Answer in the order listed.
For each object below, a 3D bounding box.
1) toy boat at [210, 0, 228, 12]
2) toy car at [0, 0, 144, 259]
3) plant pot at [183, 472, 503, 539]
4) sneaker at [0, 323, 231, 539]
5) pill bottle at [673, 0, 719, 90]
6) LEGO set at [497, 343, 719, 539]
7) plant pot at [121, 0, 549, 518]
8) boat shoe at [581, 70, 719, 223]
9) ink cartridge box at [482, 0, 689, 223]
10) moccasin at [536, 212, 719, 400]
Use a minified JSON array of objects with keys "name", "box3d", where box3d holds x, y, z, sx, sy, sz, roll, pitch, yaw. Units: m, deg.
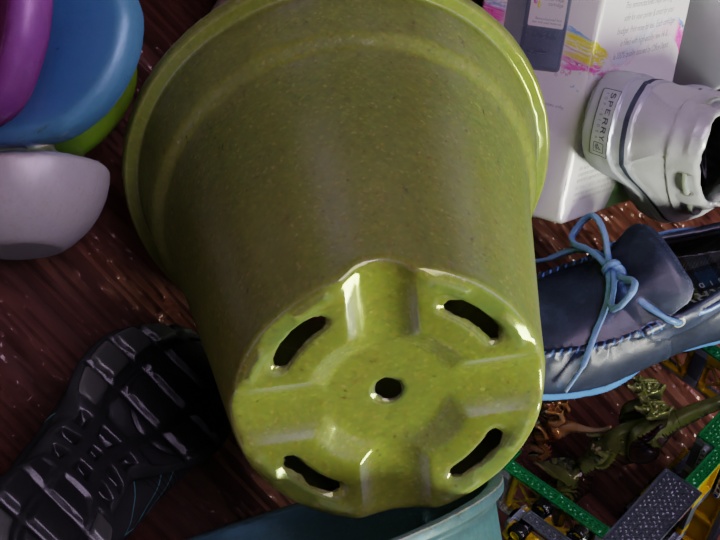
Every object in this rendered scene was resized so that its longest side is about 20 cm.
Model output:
[{"name":"toy boat","box3d":[0.009,-0.113,1.172,0.131,0.130,0.200,52,57,-39]},{"name":"toy car","box3d":[-0.185,-0.103,1.042,0.199,0.150,0.176,3,76,-25]},{"name":"plant pot","box3d":[-0.007,0.211,1.036,0.200,0.200,0.197,-17,92,-28]},{"name":"sneaker","box3d":[-0.128,0.093,1.067,0.075,0.079,0.200,45,41,-1]},{"name":"pill bottle","box3d":[0.225,-0.191,1.283,0.200,0.116,0.116,-42,97,-28]},{"name":"LEGO set","box3d":[0.121,0.110,1.179,0.153,0.116,0.200,28,47,14]},{"name":"plant pot","box3d":[0.000,0.000,1.020,0.200,0.201,0.184,19,30,-20]},{"name":"boat shoe","box3d":[0.171,-0.054,1.178,0.200,0.067,0.074,0,107,-65]},{"name":"ink cartridge box","box3d":[0.113,-0.134,1.165,0.117,0.067,0.201,-18,122,-59]},{"name":"moccasin","box3d":[0.137,0.003,1.152,0.199,0.068,0.081,-19,53,-27]}]
